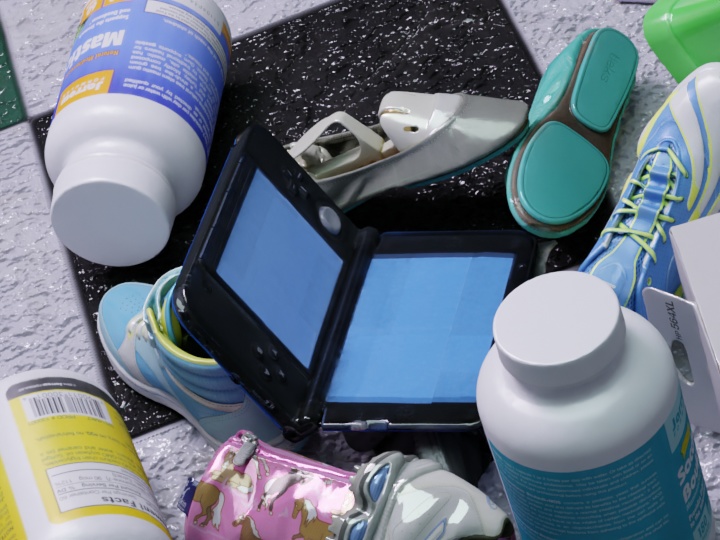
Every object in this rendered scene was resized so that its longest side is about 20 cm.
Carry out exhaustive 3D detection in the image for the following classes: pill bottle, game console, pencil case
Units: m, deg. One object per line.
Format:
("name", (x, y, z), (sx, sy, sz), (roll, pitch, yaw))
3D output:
("pill bottle", (0.128, 0.094, 1.483), (0.110, 0.200, 0.111), (-10, 44, 10))
("game console", (0.000, 0.000, 1.612), (0.118, 0.171, 0.200), (-30, 24, 29))
("pencil case", (-0.005, 0.155, 1.552), (0.199, 0.087, 0.083), (15, 66, 29))
("pill bottle", (-0.172, 0.161, 1.590), (0.114, 0.115, 0.200), (-24, 43, -4))
("pill bottle", (-0.156, -0.102, 1.854), (0.112, 0.112, 0.200), (-6, 44, 15))

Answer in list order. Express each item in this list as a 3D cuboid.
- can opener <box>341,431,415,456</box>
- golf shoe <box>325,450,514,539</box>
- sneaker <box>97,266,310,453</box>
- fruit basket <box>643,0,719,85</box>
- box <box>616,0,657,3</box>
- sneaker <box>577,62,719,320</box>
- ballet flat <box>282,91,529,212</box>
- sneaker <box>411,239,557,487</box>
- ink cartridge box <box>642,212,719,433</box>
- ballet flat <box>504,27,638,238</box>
("can opener", (-0.023, 0.057, 1.701), (0.067, 0.053, 0.200), (-47, 39, 19))
("golf shoe", (0.018, 0.202, 1.451), (0.097, 0.078, 0.201), (21, 100, 22))
("sneaker", (-0.113, 0.030, 1.689), (0.079, 0.131, 0.200), (-40, 46, -19))
("fruit basket", (0.264, -0.113, 1.675), (0.215, 0.216, 0.156), (19, 49, 34))
("box", (0.271, -0.207, 1.855), (0.199, 0.039, 0.042), (5, 47, 25))
("sneaker", (0.179, -0.023, 1.590), (0.076, 0.201, 0.105), (25, 26, 9))
("ballet flat", (0.016, -0.082, 1.758), (0.200, 0.064, 0.067), (-21, 28, 33))
("sneaker", (0.084, 0.064, 1.631), (0.104, 0.060, 0.200), (-16, 35, 8))
("ink cartridge box", (0.271, 0.038, 1.541), (0.199, 0.129, 0.125), (-17, 43, 4))
("ballet flat", (0.131, -0.078, 1.763), (0.067, 0.070, 0.200), (35, 47, -9))
